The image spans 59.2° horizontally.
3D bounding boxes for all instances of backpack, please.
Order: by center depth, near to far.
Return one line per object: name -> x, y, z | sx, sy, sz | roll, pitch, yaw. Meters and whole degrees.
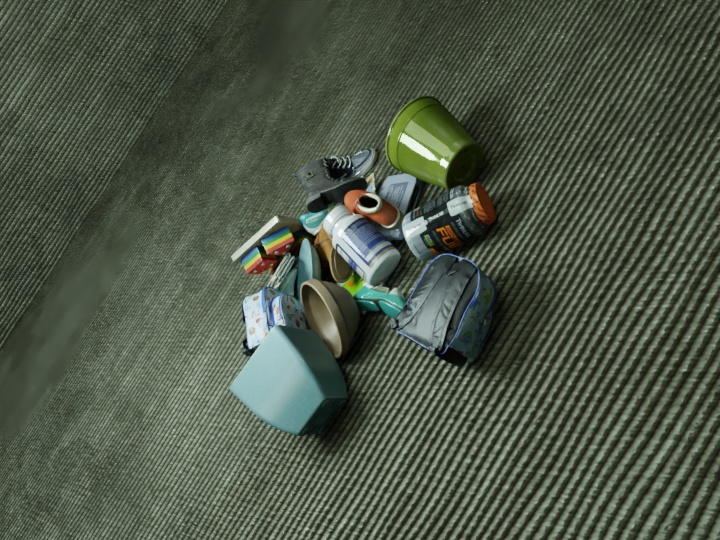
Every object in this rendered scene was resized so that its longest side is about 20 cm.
backpack -> 0.192, 0.080, 1.335 | 0.182, 0.146, 0.203 | 26, 88, 48
backpack -> -0.223, 0.140, 1.642 | 0.152, 0.200, 0.193 | -29, 62, 8

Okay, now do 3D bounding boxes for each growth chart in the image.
growth chart -> 0.000, 0.000, 1.669 | 0.144, 0.018, 0.203 | 24, 80, 49

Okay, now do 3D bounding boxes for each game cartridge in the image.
game cartridge -> 0.084, -0.165, 1.674 | 0.131, 0.041, 0.204 | 1, 60, 39

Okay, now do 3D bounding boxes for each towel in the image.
towel -> -0.248, 0.053, 1.788 | 0.201, 0.034, 0.133 | -55, 6, 38

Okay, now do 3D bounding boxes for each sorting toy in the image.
sorting toy -> -0.232, -0.063, 1.818 | 0.198, 0.199, 0.071 | -38, 71, 24

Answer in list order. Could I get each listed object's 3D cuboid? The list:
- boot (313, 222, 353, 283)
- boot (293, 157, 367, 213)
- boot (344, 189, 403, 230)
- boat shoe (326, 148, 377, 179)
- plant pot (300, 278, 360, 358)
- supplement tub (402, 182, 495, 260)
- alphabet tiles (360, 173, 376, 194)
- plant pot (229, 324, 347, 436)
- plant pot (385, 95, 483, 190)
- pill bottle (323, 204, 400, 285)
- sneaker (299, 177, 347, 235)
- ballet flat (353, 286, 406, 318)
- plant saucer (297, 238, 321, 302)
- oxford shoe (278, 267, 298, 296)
boot -> -0.082, -0.037, 1.711 | 0.155, 0.075, 0.205 | -44, 53, 54
boot -> -0.089, -0.259, 1.776 | 0.196, 0.070, 0.176 | -19, 48, 3
boot -> 0.012, -0.174, 1.617 | 0.198, 0.106, 0.076 | 26, 88, 44
boat shoe -> -0.049, -0.306, 1.863 | 0.198, 0.092, 0.076 | -36, 44, 21
plant pot -> -0.064, 0.106, 1.574 | 0.091, 0.205, 0.200 | -24, 34, -24
supplement tub -> 0.205, -0.115, 1.470 | 0.197, 0.122, 0.125 | -27, 48, 29
alphabet tiles -> -0.015, -0.172, 1.767 | 0.196, 0.014, 0.203 | -45, 30, 34
plant pot -> -0.147, 0.277, 1.499 | 0.200, 0.195, 0.197 | 43, 101, 27
plant pot -> 0.195, -0.296, 1.565 | 0.202, 0.200, 0.193 | -50, 52, 4
pill bottle -> -0.002, -0.069, 1.590 | 0.111, 0.111, 0.200 | -47, 70, 8
sneaker -> -0.097, -0.195, 1.812 | 0.202, 0.079, 0.077 | -54, 12, -22
ballet flat -> 0.062, 0.070, 1.534 | 0.197, 0.068, 0.071 | 10, 56, 44
plant saucer -> -0.136, 0.017, 1.725 | 0.201, 0.038, 0.207 | -179, 90, -74
oxford shoe -> -0.214, 0.087, 1.797 | 0.076, 0.057, 0.203 | 107, -175, -65
